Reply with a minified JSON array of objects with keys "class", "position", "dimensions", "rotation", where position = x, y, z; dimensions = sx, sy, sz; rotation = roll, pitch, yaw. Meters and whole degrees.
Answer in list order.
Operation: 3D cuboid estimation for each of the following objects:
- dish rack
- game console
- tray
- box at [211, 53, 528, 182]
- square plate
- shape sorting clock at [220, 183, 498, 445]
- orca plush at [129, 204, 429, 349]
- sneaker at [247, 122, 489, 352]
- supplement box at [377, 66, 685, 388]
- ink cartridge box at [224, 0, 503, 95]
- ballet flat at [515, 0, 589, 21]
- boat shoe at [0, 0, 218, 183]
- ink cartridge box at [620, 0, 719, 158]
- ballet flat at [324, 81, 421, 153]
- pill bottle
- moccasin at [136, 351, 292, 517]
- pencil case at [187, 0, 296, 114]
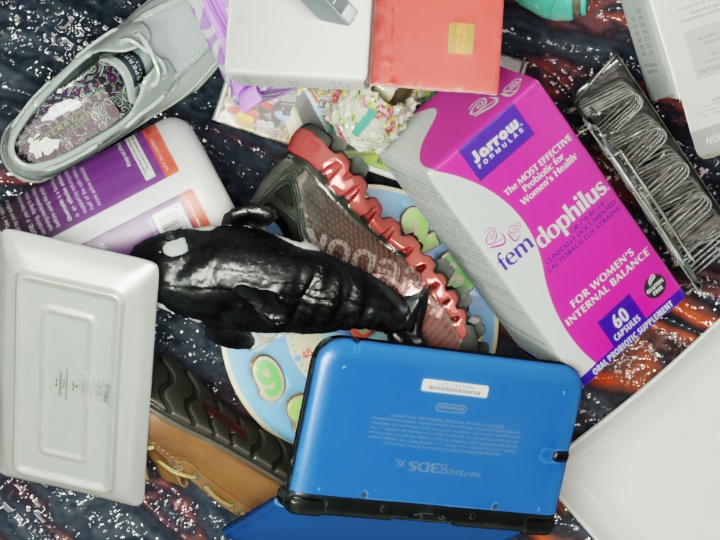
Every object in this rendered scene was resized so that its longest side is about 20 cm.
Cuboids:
[{"class":"dish rack","position":[0.199,-0.064,1.543],"dimensions":[0.054,0.200,0.154],"rotation":[-35,97,8]},{"class":"game console","position":[0.027,0.125,1.542],"dimensions":[0.199,0.118,0.171],"rotation":[8,99,-25]},{"class":"tray","position":[-0.190,0.071,1.490],"dimensions":[0.107,0.022,0.201],"rotation":[12,124,7]},{"class":"box","position":[0.006,-0.125,1.596],"dimensions":[0.199,0.035,0.110],"rotation":[17,91,-7]},{"class":"square plate","position":[0.263,0.155,1.646],"dimensions":[0.200,0.028,0.198],"rotation":[-39,97,-2]},{"class":"shape sorting clock","position":[0.000,0.038,1.604],"dimensions":[0.199,0.039,0.201],"rotation":[0,94,-6]},{"class":"orca plush","position":[-0.053,0.029,1.475],"dimensions":[0.200,0.071,0.105],"rotation":[26,114,-15]},{"class":"sneaker","position":[0.000,0.000,1.548],"dimensions":[0.098,0.071,0.201],"rotation":[-42,94,-8]},{"class":"supplement box","position":[0.115,-0.033,1.552],"dimensions":[0.101,0.103,0.200],"rotation":[-41,113,-7]},{"class":"ink cartridge box","position":[0.007,-0.217,1.462],"dimensions":[0.175,0.045,0.201],"rotation":[3,86,4]},{"class":"ballet flat","position":[0.138,-0.276,1.588],"dimensions":[0.070,0.067,0.201],"rotation":[10,91,7]},{"class":"boat shoe","position":[-0.161,-0.129,1.557],"dimensions":[0.201,0.072,0.070],"rotation":[-39,96,-6]},{"class":"ink cartridge box","position":[0.292,-0.189,1.599],"dimensions":[0.199,0.084,0.176],"rotation":[-17,95,-5]},{"class":"ballet flat","position":[0.037,-0.166,1.540],"dimensions":[0.075,0.064,0.201],"rotation":[26,61,-12]},{"class":"pill bottle","position":[-0.183,-0.014,1.544],"dimensions":[0.200,0.112,0.113],"rotation":[-27,96,-4]},{"class":"moccasin","position":[-0.121,0.118,1.568],"dimensions":[0.201,0.074,0.078],"rotation":[33,118,-30]},{"class":"pencil case","position":[-0.089,-0.207,1.524],"dimensions":[0.084,0.085,0.200],"rotation":[-32,84,34]}]
